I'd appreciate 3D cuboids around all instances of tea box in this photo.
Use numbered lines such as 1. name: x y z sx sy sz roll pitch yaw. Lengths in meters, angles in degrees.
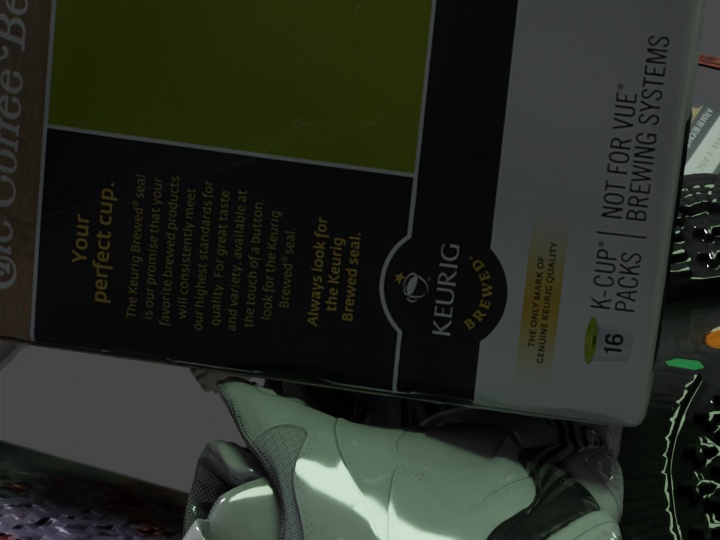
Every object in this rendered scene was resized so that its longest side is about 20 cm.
1. tea box: -0.001 -0.080 0.722 0.195 0.202 0.134 8 14 6

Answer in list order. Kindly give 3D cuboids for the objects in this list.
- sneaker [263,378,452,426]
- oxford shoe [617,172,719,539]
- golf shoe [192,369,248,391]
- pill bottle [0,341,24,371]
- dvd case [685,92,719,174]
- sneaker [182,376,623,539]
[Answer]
1. sneaker: 0.010 0.037 0.854 0.079 0.076 0.200 15 12 4
2. oxford shoe: 0.116 0.059 0.824 0.072 0.085 0.201 2 37 10
3. golf shoe: -0.047 -0.061 0.887 0.097 0.201 0.078 -13 3 1
4. pill bottle: -0.151 -0.027 0.898 0.110 0.112 0.200 12 12 -3
5. dvd case: 0.051 -0.065 1.039 0.199 0.016 0.149 29 40 10
6. sneaker: 0.012 0.062 0.725 0.114 0.076 0.200 15 15 1
